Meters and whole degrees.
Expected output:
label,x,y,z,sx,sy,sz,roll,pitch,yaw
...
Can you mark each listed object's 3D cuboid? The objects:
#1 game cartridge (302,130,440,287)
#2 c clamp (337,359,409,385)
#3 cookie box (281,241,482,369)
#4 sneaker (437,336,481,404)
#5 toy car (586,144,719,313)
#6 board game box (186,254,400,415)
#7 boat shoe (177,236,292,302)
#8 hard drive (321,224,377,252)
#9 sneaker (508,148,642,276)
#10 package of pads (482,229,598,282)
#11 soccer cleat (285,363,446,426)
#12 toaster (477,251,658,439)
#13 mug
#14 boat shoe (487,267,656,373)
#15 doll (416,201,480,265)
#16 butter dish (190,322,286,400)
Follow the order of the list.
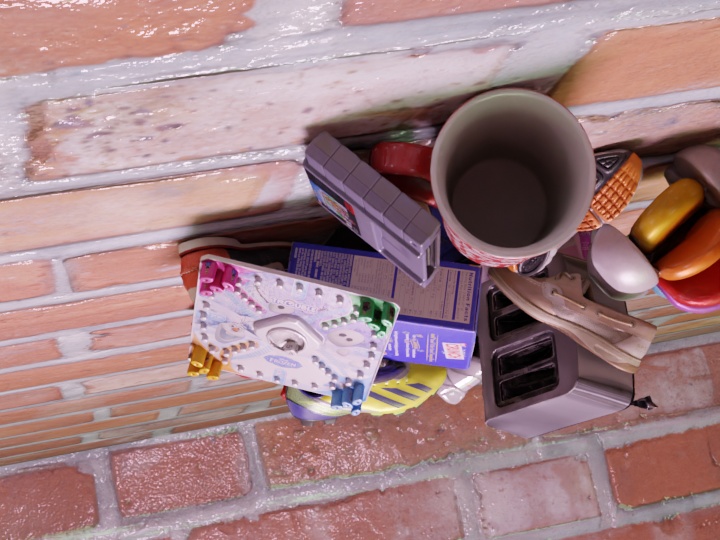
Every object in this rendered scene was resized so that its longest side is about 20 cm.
label,x,y,z,sx,sy,sz,roll,pitch,yaw
game cartridge,0.012,-0.048,1.106,0.039,0.129,0.200,-54,171,-6
c clamp,-0.013,0.088,1.477,0.169,0.027,0.200,2,-162,-29
cookie box,0.025,0.041,1.354,0.197,0.076,0.171,8,163,4
sneaker,0.132,0.077,1.719,0.099,0.202,0.078,-32,141,23
toy car,0.344,-0.024,1.367,0.175,0.150,0.200,-44,171,0
board game box,-0.074,0.071,1.297,0.197,0.026,0.201,14,144,-3
boat shoe,-0.121,0.003,1.374,0.070,0.063,0.199,-20,168,29
hard drive,0.000,0.000,1.482,0.138,0.033,0.200,-7,159,-26
sneaker,0.226,-0.077,1.359,0.200,0.076,0.092,-38,-176,44
package of pads,0.215,-0.007,1.649,0.198,0.077,0.120,-18,167,31
soccer cleat,0.008,0.129,1.519,0.197,0.065,0.085,-11,129,-7
toaster,0.232,0.091,1.529,0.118,0.183,0.199,15,152,-39
mug,0.109,-0.081,1.109,0.134,0.177,0.200,-52,174,-2
boat shoe,0.231,0.034,1.403,0.072,0.199,0.066,9,113,-61
doll,0.115,-0.037,1.396,0.199,0.049,0.137,7,127,-51
butter dish,-0.092,0.092,1.638,0.197,0.150,0.200,-6,168,-30
